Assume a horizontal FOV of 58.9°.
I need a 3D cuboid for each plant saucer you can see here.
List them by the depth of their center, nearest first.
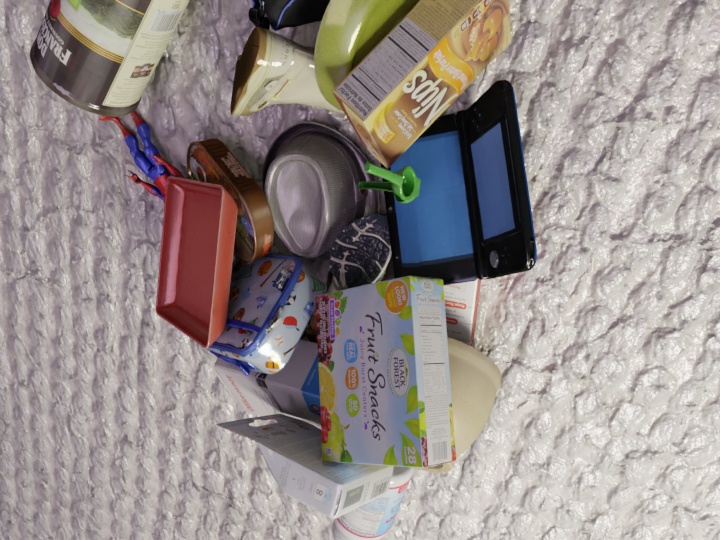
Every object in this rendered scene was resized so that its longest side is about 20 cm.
[{"bbox_3d":[0.037,-0.249,0.670,0.031,0.198,0.202,45,125,25],"label":"plant saucer"},{"bbox_3d":[-0.222,-0.019,0.866,0.198,0.036,0.205,16,101,52],"label":"plant saucer"}]

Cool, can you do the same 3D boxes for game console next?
[{"bbox_3d":[0.103,-0.088,0.726,0.115,0.171,0.206,-7,86,-12],"label":"game console"}]

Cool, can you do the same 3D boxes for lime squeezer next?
[{"bbox_3d":[0.036,-0.103,0.717,0.069,0.200,0.038,27,92,-3],"label":"lime squeezer"}]

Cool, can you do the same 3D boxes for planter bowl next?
[{"bbox_3d":[0.079,0.185,0.851,0.195,0.137,0.201,15,153,8],"label":"planter bowl"}]

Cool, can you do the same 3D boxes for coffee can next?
[{"bbox_3d":[-0.309,-0.321,0.801,0.146,0.147,0.200,42,122,-3],"label":"coffee can"}]

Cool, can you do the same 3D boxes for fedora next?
[{"bbox_3d":[-0.067,-0.089,0.850,0.173,0.090,0.205,11,118,17],"label":"fedora"}]

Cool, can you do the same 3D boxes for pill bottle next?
[{"bbox_3d":[0.013,0.363,1.031,0.107,0.109,0.204,22,121,10],"label":"pill bottle"}]

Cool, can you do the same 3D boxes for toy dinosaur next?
[{"bbox_3d":[-0.067,0.097,0.961,0.104,0.061,0.204,13,119,13],"label":"toy dinosaur"}]

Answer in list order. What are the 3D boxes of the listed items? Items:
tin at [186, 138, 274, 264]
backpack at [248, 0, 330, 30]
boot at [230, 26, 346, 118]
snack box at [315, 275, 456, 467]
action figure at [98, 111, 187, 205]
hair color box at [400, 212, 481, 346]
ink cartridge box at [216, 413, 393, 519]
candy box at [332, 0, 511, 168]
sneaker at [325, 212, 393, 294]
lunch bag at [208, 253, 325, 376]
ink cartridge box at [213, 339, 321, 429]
[{"bbox_3d":[-0.179,-0.097,0.870,0.201,0.041,0.113,49,139,29],"label":"tin"},{"bbox_3d":[-0.062,-0.377,0.654,0.182,0.132,0.205,1,108,69],"label":"backpack"},{"bbox_3d":[-0.078,-0.226,0.788,0.151,0.199,0.074,6,85,-21],"label":"boot"},{"bbox_3d":[0.024,0.120,0.751,0.166,0.067,0.206,-12,78,45],"label":"snack box"},{"bbox_3d":[-0.306,-0.152,0.943,0.065,0.052,0.202,-29,104,25],"label":"action figure"},{"bbox_3d":[0.105,0.017,0.852,0.108,0.064,0.205,10,117,15],"label":"hair color box"},{"bbox_3d":[-0.074,0.247,0.833,0.196,0.159,0.048,16,90,27],"label":"ink cartridge box"},{"bbox_3d":[0.070,-0.215,0.666,0.200,0.115,0.055,-46,69,1],"label":"candy box"},{"bbox_3d":[0.000,0.000,0.873,0.077,0.086,0.202,35,125,14],"label":"sneaker"},{"bbox_3d":[-0.143,0.058,0.868,0.076,0.162,0.198,43,157,-31],"label":"lunch bag"},{"bbox_3d":[-0.101,0.170,0.956,0.196,0.085,0.146,12,145,23],"label":"ink cartridge box"}]
